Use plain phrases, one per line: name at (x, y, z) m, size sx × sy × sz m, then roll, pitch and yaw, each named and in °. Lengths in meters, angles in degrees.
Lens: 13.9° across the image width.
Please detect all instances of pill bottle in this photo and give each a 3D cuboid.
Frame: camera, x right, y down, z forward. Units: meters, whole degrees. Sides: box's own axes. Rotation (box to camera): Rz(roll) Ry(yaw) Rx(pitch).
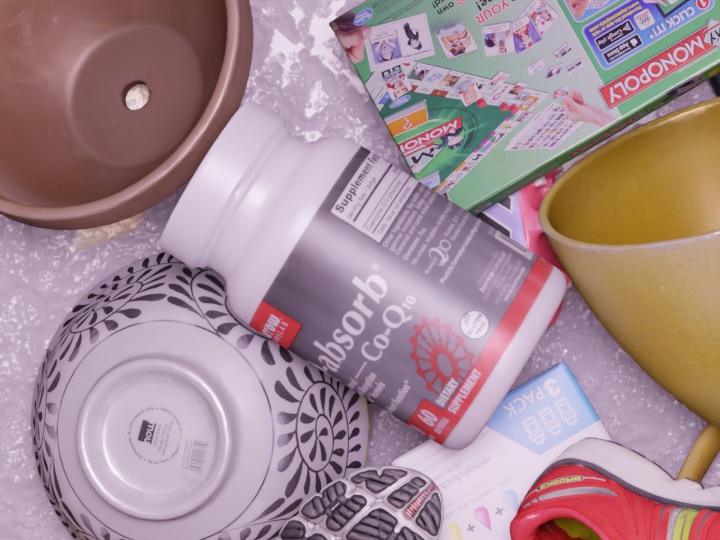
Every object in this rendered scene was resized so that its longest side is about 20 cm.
pill bottle at (0.000, 0.000, 1.593) m, size 0.200 × 0.116 × 0.116 m, roll 32°, pitch 87°, yaw 1°

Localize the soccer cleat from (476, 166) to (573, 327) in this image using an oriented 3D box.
soccer cleat at (0.072, -0.062, 1.688) m, size 0.076 × 0.067 × 0.200 m, roll -12°, pitch 87°, yaw 21°

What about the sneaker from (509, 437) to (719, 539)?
sneaker at (0.166, 0.158, 1.551) m, size 0.200 × 0.077 × 0.085 m, roll 16°, pitch 44°, yaw 36°

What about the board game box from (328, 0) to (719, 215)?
board game box at (0.100, -0.130, 1.636) m, size 0.200 × 0.029 × 0.135 m, roll -30°, pitch 80°, yaw 11°

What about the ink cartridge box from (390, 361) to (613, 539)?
ink cartridge box at (0.116, 0.165, 1.661) m, size 0.115 × 0.068 × 0.200 m, roll -31°, pitch 86°, yaw -1°

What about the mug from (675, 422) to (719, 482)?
mug at (0.284, 0.123, 1.619) m, size 0.187 × 0.149 × 0.153 m, roll 34°, pitch 62°, yaw 0°

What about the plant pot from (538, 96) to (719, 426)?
plant pot at (0.214, 0.003, 1.626) m, size 0.200 × 0.200 × 0.142 m, roll -21°, pitch 110°, yaw -1°

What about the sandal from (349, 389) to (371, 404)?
sandal at (-0.009, 0.043, 1.691) m, size 0.200 × 0.045 × 0.075 m, roll 0°, pitch 80°, yaw 15°

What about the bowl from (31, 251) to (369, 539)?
bowl at (-0.102, 0.090, 1.637) m, size 0.201 × 0.094 × 0.201 m, roll 1°, pitch 93°, yaw 13°

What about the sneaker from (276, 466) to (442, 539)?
sneaker at (-0.021, 0.185, 1.637) m, size 0.077 × 0.085 × 0.200 m, roll 37°, pitch 104°, yaw 8°

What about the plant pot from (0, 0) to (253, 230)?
plant pot at (-0.143, -0.112, 1.660) m, size 0.201 × 0.093 × 0.201 m, roll -6°, pitch 74°, yaw 20°
